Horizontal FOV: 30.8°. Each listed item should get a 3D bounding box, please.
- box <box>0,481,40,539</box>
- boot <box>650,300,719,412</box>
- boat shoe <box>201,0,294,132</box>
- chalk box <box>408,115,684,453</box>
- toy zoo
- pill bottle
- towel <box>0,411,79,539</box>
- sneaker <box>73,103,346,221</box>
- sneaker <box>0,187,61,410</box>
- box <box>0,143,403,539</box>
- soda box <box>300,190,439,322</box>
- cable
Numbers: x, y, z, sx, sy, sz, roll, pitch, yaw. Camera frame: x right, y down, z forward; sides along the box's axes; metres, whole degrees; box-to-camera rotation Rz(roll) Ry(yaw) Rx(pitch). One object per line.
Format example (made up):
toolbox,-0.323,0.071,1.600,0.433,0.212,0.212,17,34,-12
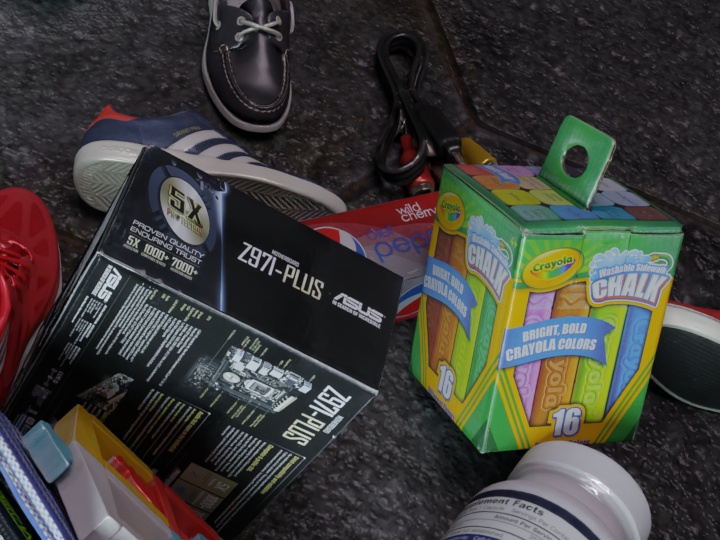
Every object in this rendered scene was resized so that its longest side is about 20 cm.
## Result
box,-0.235,0.192,0.634,0.193,0.048,0.200,-38,71,-6
boot,0.292,0.037,1.017,0.198,0.073,0.145,21,47,-15
boat shoe,-0.087,-0.200,1.061,0.073,0.061,0.201,9,50,-16
chalk box,0.122,0.001,0.867,0.123,0.202,0.125,-1,22,-22
toy zoo,-0.101,0.145,0.686,0.200,0.020,0.131,50,-2,-25
pill bottle,0.091,0.198,0.773,0.115,0.116,0.200,37,48,10
towel,-0.151,0.142,0.675,0.024,0.200,0.145,-34,71,-13
sneaker,-0.104,-0.075,0.947,0.198,0.075,0.085,15,44,-14
sneaker,-0.221,0.005,0.804,0.078,0.116,0.201,11,51,-14
box,-0.096,0.051,0.743,0.163,0.200,0.087,27,46,-13
soda box,0.000,0.000,0.932,0.198,0.064,0.070,-13,60,-30
cable,0.041,-0.121,1.077,0.096,0.051,0.201,-16,46,-11
